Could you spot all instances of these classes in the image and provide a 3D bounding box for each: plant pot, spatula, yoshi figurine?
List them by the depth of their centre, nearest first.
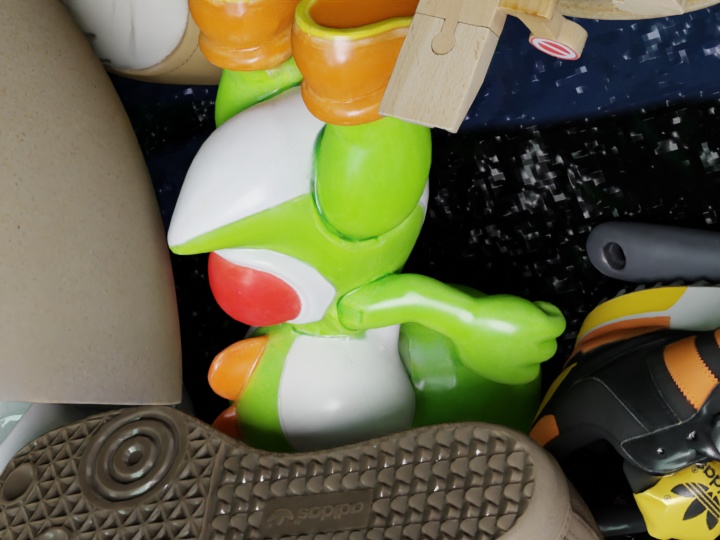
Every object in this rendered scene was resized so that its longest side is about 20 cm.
[{"bbox_3d":[0.157,0.001,0.799,0.200,0.021,0.057,5,115,28],"label":"spatula"},{"bbox_3d":[-0.150,-0.032,0.802,0.200,0.200,0.135,2,88,28],"label":"plant pot"},{"bbox_3d":[0.009,-0.007,0.833,0.112,0.112,0.200,3,122,10],"label":"yoshi figurine"}]

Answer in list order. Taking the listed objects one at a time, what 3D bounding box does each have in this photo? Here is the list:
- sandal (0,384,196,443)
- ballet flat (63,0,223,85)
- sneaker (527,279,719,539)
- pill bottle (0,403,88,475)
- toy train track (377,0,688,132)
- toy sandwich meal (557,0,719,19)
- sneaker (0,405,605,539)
[{"bbox_3d":[-0.108,0.017,0.938,0.082,0.050,0.203,-16,116,18],"label":"sandal"},{"bbox_3d":[-0.108,-0.095,0.878,0.200,0.063,0.069,15,118,22],"label":"ballet flat"},{"bbox_3d":[0.120,0.042,0.767,0.070,0.090,0.200,48,145,-18],"label":"sneaker"},{"bbox_3d":[-0.047,0.130,0.897,0.200,0.109,0.109,35,125,-2],"label":"pill bottle"},{"bbox_3d":[0.004,-0.096,0.744,0.200,0.033,0.115,15,79,28],"label":"toy train track"},{"bbox_3d":[0.063,-0.161,0.755,0.205,0.070,0.205,10,117,21],"label":"toy sandwich meal"},{"bbox_3d":[-0.021,0.088,0.801,0.200,0.070,0.076,-1,144,33],"label":"sneaker"}]
